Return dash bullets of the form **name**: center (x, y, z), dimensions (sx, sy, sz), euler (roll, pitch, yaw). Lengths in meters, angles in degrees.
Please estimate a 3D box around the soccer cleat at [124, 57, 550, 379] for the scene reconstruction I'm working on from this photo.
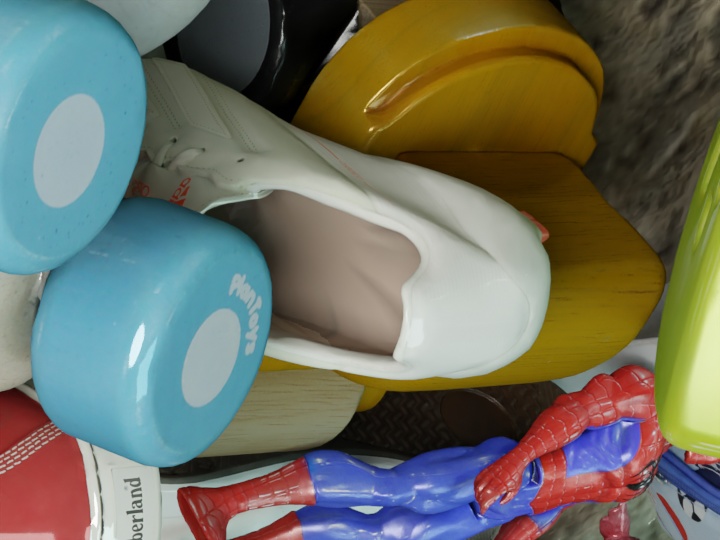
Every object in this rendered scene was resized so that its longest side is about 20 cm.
- **soccer cleat**: center (-0.042, -0.016, 0.786), dimensions (0.078, 0.200, 0.069), euler (-8, 110, -57)

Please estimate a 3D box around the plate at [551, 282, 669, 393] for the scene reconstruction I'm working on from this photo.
- **plate**: center (0.170, -0.002, 1.040), dimensions (0.199, 0.032, 0.200), euler (-26, -179, -17)

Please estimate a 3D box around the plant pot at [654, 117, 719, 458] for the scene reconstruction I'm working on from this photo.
- **plant pot**: center (0.195, -0.042, 0.799), dimensions (0.200, 0.199, 0.182), euler (-58, 159, -75)

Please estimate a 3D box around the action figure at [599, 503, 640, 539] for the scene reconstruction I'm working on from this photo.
- **action figure**: center (0.068, 0.178, 1.229), dimensions (0.149, 0.134, 0.200), euler (18, 111, -3)

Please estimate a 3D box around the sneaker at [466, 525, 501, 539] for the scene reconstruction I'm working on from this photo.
- **sneaker**: center (-0.015, 0.139, 1.108), dimensions (0.200, 0.075, 0.081), euler (-16, 127, -34)

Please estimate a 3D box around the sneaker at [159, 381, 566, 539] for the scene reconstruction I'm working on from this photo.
- **sneaker**: center (-0.015, 0.073, 1.026), dimensions (0.200, 0.073, 0.085), euler (-2, 136, -27)

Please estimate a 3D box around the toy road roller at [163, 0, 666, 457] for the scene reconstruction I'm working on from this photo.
- **toy road roller**: center (0.000, 0.000, 0.877), dimensions (0.123, 0.146, 0.200), euler (-1, 132, -42)

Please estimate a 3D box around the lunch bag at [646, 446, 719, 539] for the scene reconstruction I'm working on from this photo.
- **lunch bag**: center (0.195, 0.045, 1.120), dimensions (0.200, 0.160, 0.076), euler (-32, 115, -8)

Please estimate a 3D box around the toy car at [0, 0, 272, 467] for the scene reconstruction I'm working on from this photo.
- **toy car**: center (-0.092, -0.087, 0.712), dimensions (0.200, 0.184, 0.177), euler (-61, 151, -20)

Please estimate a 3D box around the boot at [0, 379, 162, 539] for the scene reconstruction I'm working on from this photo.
- **boot**: center (-0.158, 0.051, 0.782), dimensions (0.144, 0.200, 0.073), euler (-3, 97, -28)

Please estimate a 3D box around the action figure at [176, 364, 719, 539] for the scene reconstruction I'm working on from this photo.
- **action figure**: center (0.039, 0.074, 0.963), dimensions (0.200, 0.052, 0.065), euler (-16, 143, -19)
